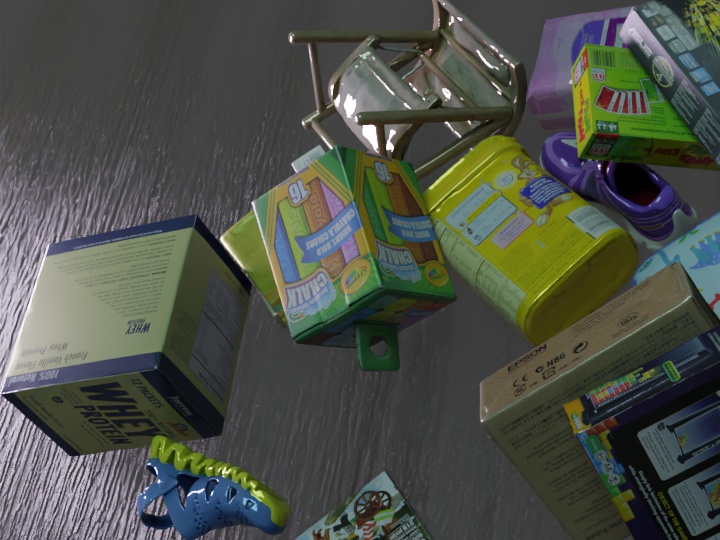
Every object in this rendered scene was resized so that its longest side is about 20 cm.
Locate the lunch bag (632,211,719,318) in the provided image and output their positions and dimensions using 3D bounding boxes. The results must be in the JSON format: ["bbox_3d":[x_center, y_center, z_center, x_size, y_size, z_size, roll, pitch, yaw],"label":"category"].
[{"bbox_3d":[0.353,0.019,1.236,0.200,0.082,0.161,-33,43,3],"label":"lunch bag"}]

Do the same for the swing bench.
[{"bbox_3d":[0.054,-0.195,1.558,0.200,0.130,0.199,-20,41,-14],"label":"swing bench"}]

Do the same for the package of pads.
[{"bbox_3d":[0.280,-0.217,1.482,0.200,0.076,0.121,-4,55,29],"label":"package of pads"}]

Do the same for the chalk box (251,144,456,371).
[{"bbox_3d":[0.000,0.000,1.374,0.124,0.125,0.200,-31,67,32],"label":"chalk box"}]

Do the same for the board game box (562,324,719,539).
[{"bbox_3d":[0.275,0.154,1.088,0.165,0.200,0.057,-28,18,6],"label":"board game box"}]

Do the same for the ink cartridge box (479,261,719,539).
[{"bbox_3d":[0.222,0.116,1.150,0.200,0.165,0.075,-33,19,16],"label":"ink cartridge box"}]

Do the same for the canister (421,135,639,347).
[{"bbox_3d":[0.159,-0.029,1.393,0.148,0.087,0.200,-41,46,-4],"label":"canister"}]

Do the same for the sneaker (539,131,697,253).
[{"bbox_3d":[0.252,-0.098,1.394,0.081,0.083,0.200,-44,44,-9],"label":"sneaker"}]

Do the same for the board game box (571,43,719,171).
[{"bbox_3d":[0.306,-0.153,1.346,0.200,0.048,0.102,4,63,-9],"label":"board game box"}]

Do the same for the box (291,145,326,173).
[{"bbox_3d":[-0.010,-0.044,1.497,0.041,0.039,0.200,-33,63,4],"label":"box"}]

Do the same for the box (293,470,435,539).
[{"bbox_3d":[-0.020,0.292,1.267,0.200,0.038,0.137,-38,44,-2],"label":"box"}]

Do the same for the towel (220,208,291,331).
[{"bbox_3d":[-0.082,-0.011,1.535,0.086,0.018,0.200,-39,44,-4],"label":"towel"}]

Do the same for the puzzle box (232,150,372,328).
[{"bbox_3d":[-0.035,-0.037,1.559,0.200,0.025,0.133,-36,45,-1],"label":"puzzle box"}]

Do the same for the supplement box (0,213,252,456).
[{"bbox_3d":[-0.246,0.072,1.517,0.200,0.134,0.200,-11,49,24],"label":"supplement box"}]

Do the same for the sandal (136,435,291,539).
[{"bbox_3d":[-0.149,0.229,1.377,0.200,0.079,0.087,10,63,46],"label":"sandal"}]

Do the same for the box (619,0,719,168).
[{"bbox_3d":[0.362,-0.183,1.315,0.161,0.049,0.200,-22,66,-21],"label":"box"}]
